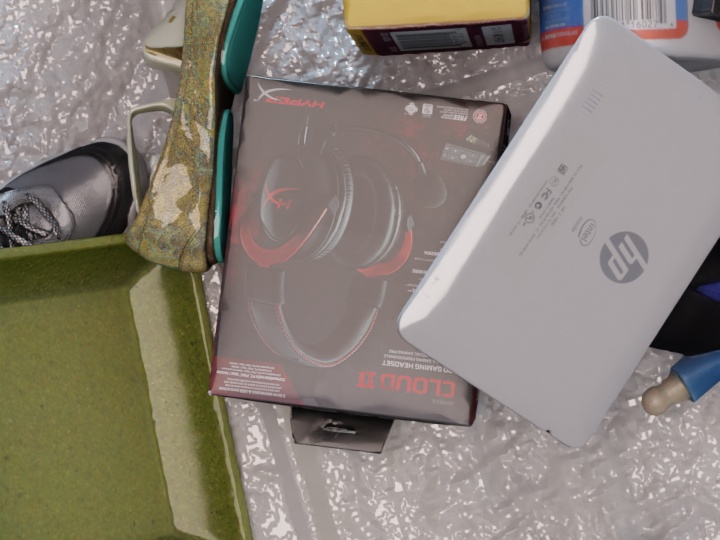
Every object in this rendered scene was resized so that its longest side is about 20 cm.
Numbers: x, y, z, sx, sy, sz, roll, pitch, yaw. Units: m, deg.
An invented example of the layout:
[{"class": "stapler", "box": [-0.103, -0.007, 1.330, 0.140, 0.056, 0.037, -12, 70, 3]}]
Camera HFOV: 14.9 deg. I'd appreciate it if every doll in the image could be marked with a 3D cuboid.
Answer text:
[{"class": "doll", "box": [0.169, 0.012, 1.505, 0.200, 0.048, 0.137, 7, 92, -18]}]

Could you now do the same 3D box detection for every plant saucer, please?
[{"class": "plant saucer", "box": [-0.159, 0.085, 1.516, 0.048, 0.200, 0.200, -13, 87, 42]}]

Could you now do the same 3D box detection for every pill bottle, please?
[{"class": "pill bottle", "box": [0.150, -0.210, 1.506, 0.112, 0.112, 0.200, -2, 88, 6]}]

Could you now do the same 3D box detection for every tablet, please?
[{"class": "tablet", "box": [0.121, -0.019, 1.452, 0.130, 0.014, 0.200, 33, 90, -20]}]

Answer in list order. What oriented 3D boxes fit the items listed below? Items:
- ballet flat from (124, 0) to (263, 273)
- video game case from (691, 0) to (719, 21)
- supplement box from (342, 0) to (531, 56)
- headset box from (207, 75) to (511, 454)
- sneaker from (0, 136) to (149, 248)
[{"class": "ballet flat", "box": [-0.095, -0.099, 1.541, 0.071, 0.071, 0.200, 7, 80, 6]}, {"class": "video game case", "box": [0.280, -0.208, 1.486, 0.200, 0.025, 0.181, 9, 90, -25]}, {"class": "supplement box", "box": [0.039, -0.225, 1.510, 0.103, 0.131, 0.200, -4, 89, 5]}, {"class": "headset box", "box": [0.000, 0.000, 1.535, 0.148, 0.075, 0.200, 7, 90, 5]}, {"class": "sneaker", "box": [-0.211, -0.009, 1.536, 0.200, 0.114, 0.076, -35, 78, 5]}]
